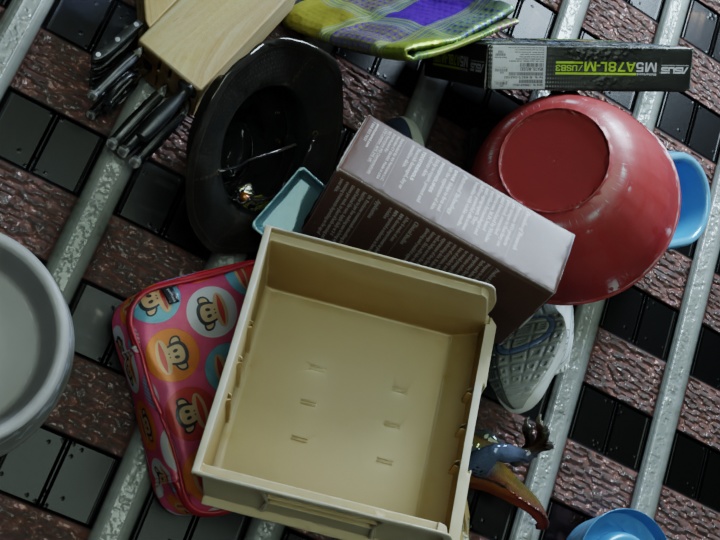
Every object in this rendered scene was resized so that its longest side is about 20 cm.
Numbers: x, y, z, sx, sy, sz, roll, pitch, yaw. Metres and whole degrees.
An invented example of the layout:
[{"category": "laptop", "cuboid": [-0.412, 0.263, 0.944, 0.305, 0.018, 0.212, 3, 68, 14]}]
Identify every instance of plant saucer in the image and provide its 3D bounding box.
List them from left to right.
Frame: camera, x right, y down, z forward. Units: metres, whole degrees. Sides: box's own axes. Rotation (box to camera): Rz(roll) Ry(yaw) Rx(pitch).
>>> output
[{"category": "plant saucer", "cuboid": [0.000, 0.000, 0.941, 0.200, 0.019, 0.070, 41, 84, -8]}]

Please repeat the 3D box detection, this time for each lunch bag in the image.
[{"category": "lunch bag", "cuboid": [-0.105, 0.097, 0.909, 0.176, 0.082, 0.201, -16, 87, -30]}]

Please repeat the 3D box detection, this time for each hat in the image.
[{"category": "hat", "cuboid": [-0.100, -0.117, 0.935, 0.200, 0.201, 0.081, -38, 52, -26]}]

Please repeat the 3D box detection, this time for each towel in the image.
[{"category": "towel", "cuboid": [0.031, -0.238, 0.994, 0.143, 0.200, 0.023, -26, 125, -27]}]

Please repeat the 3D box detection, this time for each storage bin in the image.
[{"category": "storage bin", "cuboid": [-0.004, 0.096, 0.813, 0.198, 0.094, 0.201, 14, 62, -1]}]

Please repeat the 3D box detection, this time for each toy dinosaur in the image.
[{"category": "toy dinosaur", "cuboid": [0.081, 0.169, 0.973, 0.181, 0.105, 0.201, -10, 93, -7]}]

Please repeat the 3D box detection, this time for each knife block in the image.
[{"category": "knife block", "cuboid": [-0.144, -0.182, 0.948, 0.199, 0.064, 0.176, -4, 79, -17]}]

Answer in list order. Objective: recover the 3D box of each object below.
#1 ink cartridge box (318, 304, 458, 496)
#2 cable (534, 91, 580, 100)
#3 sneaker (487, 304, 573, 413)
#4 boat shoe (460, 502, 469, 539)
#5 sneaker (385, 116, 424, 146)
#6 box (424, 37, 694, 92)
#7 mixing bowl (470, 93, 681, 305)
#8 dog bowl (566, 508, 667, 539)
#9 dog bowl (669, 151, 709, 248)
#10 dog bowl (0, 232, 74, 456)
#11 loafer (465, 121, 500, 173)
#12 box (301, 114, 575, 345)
[{"category": "ink cartridge box", "cuboid": [0.028, 0.094, 0.902, 0.109, 0.050, 0.201, 10, 61, -5]}, {"category": "cable", "cuboid": [0.220, -0.097, 1.095, 0.200, 0.051, 0.164, 31, 78, -37]}, {"category": "sneaker", "cuboid": [0.172, 0.070, 1.002, 0.087, 0.074, 0.200, 67, 31, -26]}, {"category": "boat shoe", "cuboid": [0.069, 0.255, 0.920, 0.071, 0.076, 0.201, -5, 98, -16]}, {"category": "sneaker", "cuboid": [-0.001, -0.061, 0.988, 0.084, 0.075, 0.201, 21, 71, -23]}, {"category": "box", "cuboid": [0.181, -0.198, 1.019, 0.199, 0.193, 0.048, -2, 102, -14]}, {"category": "mixing bowl", "cuboid": [0.178, -0.078, 0.944, 0.199, 0.108, 0.201, -5, 73, 18]}, {"category": "dog bowl", "cuboid": [0.256, 0.331, 1.033, 0.111, 0.050, 0.201, -11, 84, -26]}, {"category": "dog bowl", "cuboid": [0.276, -0.066, 1.066, 0.199, 0.049, 0.112, -9, 95, -37]}, {"category": "dog bowl", "cuboid": [-0.320, 0.053, 0.830, 0.199, 0.059, 0.201, 6, 76, -23]}, {"category": "loafer", "cuboid": [0.122, -0.055, 1.060, 0.072, 0.063, 0.201, 42, 58, -58]}, {"category": "box", "cuboid": [0.063, -0.031, 0.882, 0.200, 0.100, 0.075, 32, 55, -3]}]
